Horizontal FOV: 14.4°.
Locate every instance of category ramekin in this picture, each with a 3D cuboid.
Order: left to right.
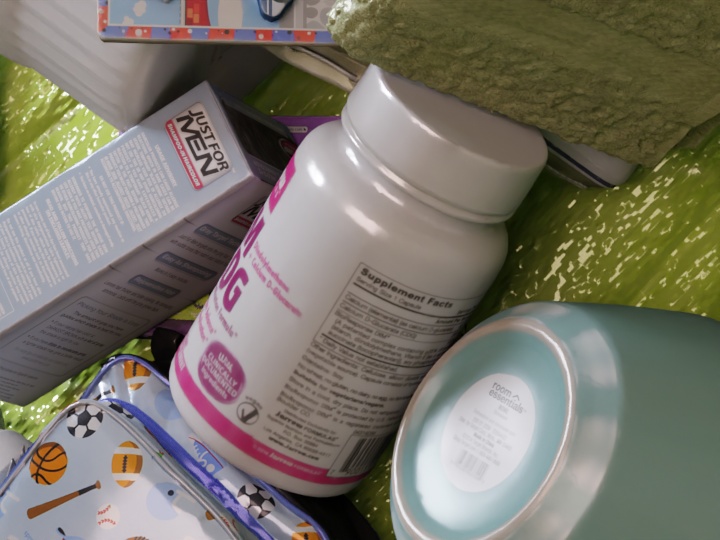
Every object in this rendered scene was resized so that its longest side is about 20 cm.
[{"bbox_3d":[-0.087,-0.160,1.432,0.098,0.200,0.201,40,98,16],"label":"ramekin"}]

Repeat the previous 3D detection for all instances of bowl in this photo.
[{"bbox_3d":[0.090,0.095,1.318,0.201,0.105,0.201,-27,50,36],"label":"bowl"}]

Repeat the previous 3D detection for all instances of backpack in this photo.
[{"bbox_3d":[-0.109,0.158,1.414,0.200,0.154,0.191,44,108,23],"label":"backpack"}]

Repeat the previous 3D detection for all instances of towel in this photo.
[{"bbox_3d":[0.098,-0.114,1.283,0.148,0.200,0.037,-46,34,51],"label":"towel"}]

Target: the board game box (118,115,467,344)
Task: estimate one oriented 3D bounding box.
[{"bbox_3d":[-0.037,-0.021,1.477,0.200,0.032,0.120,2,85,23],"label":"board game box"}]

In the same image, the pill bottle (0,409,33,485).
[{"bbox_3d":[-0.260,0.088,1.506,0.200,0.112,0.112,29,93,24],"label":"pill bottle"}]

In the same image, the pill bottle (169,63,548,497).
[{"bbox_3d":[0.000,0.000,1.363,0.113,0.113,0.200,43,116,22],"label":"pill bottle"}]

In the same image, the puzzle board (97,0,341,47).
[{"bbox_3d":[-0.047,-0.204,1.338,0.150,0.017,0.200,1,79,-3],"label":"puzzle board"}]

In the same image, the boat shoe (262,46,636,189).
[{"bbox_3d":[0.044,-0.091,1.413,0.200,0.072,0.062,32,105,1],"label":"boat shoe"}]

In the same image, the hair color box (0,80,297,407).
[{"bbox_3d":[-0.127,-0.010,1.443,0.200,0.099,0.061,-31,70,14],"label":"hair color box"}]
